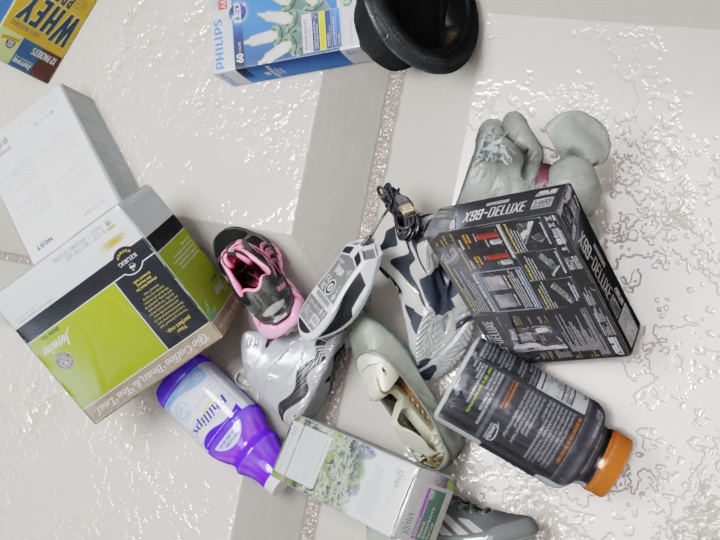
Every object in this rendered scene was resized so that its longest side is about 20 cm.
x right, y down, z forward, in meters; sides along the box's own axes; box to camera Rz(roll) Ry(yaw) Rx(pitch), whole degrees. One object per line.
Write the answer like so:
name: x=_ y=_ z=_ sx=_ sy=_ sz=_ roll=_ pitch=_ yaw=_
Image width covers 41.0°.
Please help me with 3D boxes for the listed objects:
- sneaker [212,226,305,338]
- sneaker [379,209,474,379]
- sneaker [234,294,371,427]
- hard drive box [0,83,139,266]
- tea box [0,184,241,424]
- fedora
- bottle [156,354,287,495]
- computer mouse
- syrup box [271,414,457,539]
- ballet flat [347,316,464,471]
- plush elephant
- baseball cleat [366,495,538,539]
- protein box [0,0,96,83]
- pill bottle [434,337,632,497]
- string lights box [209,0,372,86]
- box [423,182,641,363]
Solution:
sneaker: x=-0.137 y=-0.007 z=1.158 sx=0.079 sy=0.095 sz=0.200 roll=-42 pitch=43 yaw=0
sneaker: x=0.068 y=0.018 z=1.131 sx=0.079 sy=0.130 sz=0.199 roll=-16 pitch=117 yaw=-19
sneaker: x=-0.073 y=0.081 z=1.163 sx=0.115 sy=0.075 sz=0.200 roll=28 pitch=95 yaw=18
hard drive box: x=-0.400 y=-0.121 z=1.299 sx=0.156 sy=0.077 sz=0.200 roll=-33 pitch=74 yaw=12
tea box: x=-0.287 y=0.039 z=1.162 sx=0.200 sy=0.134 sz=0.197 roll=-33 pitch=100 yaw=12
fedora: x=0.050 y=-0.311 z=1.149 sx=0.092 sy=0.200 sz=0.201 roll=-27 pitch=73 yaw=47
bottle: x=-0.160 y=0.191 z=1.183 sx=0.200 sy=0.065 sz=0.084 roll=41 pitch=98 yaw=19
computer mouse: x=0.000 y=0.000 z=1.087 sx=0.200 sy=0.044 sz=0.110 roll=-55 pitch=29 yaw=7
syrup box: x=0.001 y=0.231 z=1.074 sx=0.200 sy=0.081 sz=0.079 roll=14 pitch=80 yaw=43
ballet flat: x=0.044 y=0.142 z=1.091 sx=0.200 sy=0.064 sz=0.067 roll=53 pitch=133 yaw=-3
plush elephant: x=0.194 y=-0.093 z=1.060 sx=0.155 sy=0.200 sz=0.165 roll=19 pitch=82 yaw=2
baseball cleat: x=0.096 y=0.269 z=1.086 sx=0.200 sy=0.070 sz=0.107 roll=-10 pitch=80 yaw=16
protein box: x=-0.490 y=-0.407 z=1.334 sx=0.198 sy=0.135 sz=0.200 roll=33 pitch=94 yaw=19
pill bottle: x=0.189 y=0.164 z=1.040 sx=0.200 sy=0.106 sz=0.106 roll=30 pitch=93 yaw=8
string lights box: x=-0.089 y=-0.306 z=1.227 sx=0.200 sy=0.059 sz=0.103 roll=-7 pitch=82 yaw=18
box: x=0.182 y=0.012 z=1.012 sx=0.158 sy=0.200 sz=0.050 roll=-9 pitch=36 yaw=39
